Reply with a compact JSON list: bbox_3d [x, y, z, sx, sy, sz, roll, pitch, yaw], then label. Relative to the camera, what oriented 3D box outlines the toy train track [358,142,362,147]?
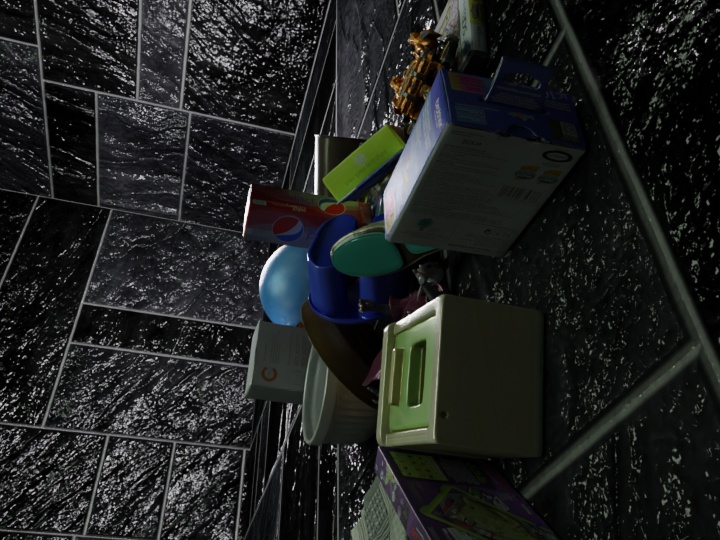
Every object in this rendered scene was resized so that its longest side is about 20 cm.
[{"bbox_3d":[-0.015,-0.128,1.186,0.115,0.032,0.202,177,109,-85],"label":"toy train track"}]

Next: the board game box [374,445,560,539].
[{"bbox_3d":[0.090,0.204,0.551,0.200,0.119,0.033,-144,62,-77],"label":"board game box"}]

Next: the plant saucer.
[{"bbox_3d":[-0.004,0.110,0.953,0.035,0.200,0.201,-41,26,14],"label":"plant saucer"}]

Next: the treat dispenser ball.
[{"bbox_3d":[-0.106,0.036,1.344,0.201,0.199,0.203,-170,90,-77],"label":"treat dispenser ball"}]

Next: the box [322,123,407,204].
[{"bbox_3d":[0.020,-0.154,0.954,0.122,0.048,0.200,-39,0,15],"label":"box"}]

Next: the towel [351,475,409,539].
[{"bbox_3d":[0.029,0.368,0.886,0.201,0.034,0.193,-95,19,-49],"label":"towel"}]

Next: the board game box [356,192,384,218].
[{"bbox_3d":[0.033,-0.075,1.132,0.200,0.064,0.149,-128,49,-72],"label":"board game box"}]

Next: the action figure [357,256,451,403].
[{"bbox_3d":[0.077,0.074,0.806,0.134,0.148,0.201,-13,48,64],"label":"action figure"}]

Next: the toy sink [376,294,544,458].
[{"bbox_3d":[0.084,0.115,0.658,0.200,0.111,0.131,135,143,-69],"label":"toy sink"}]

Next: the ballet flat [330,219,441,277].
[{"bbox_3d":[0.056,-0.040,0.807,0.068,0.199,0.062,65,-149,-18],"label":"ballet flat"}]

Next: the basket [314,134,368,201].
[{"bbox_3d":[-0.027,-0.158,1.299,0.180,0.135,0.202,-21,-62,-67],"label":"basket"}]

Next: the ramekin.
[{"bbox_3d":[-0.027,0.193,1.100,0.200,0.104,0.202,-170,90,-78],"label":"ramekin"}]

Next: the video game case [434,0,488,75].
[{"bbox_3d":[0.129,-0.306,0.963,0.200,0.025,0.182,121,155,-57],"label":"video game case"}]

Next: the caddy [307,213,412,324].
[{"bbox_3d":[0.000,0.000,0.939,0.200,0.140,0.106,-71,-22,-58],"label":"caddy"}]

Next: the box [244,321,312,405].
[{"bbox_3d":[-0.110,0.184,1.257,0.098,0.198,0.125,124,153,-61],"label":"box"}]

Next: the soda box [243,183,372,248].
[{"bbox_3d":[-0.083,-0.078,1.047,0.064,0.198,0.070,-98,21,-52],"label":"soda box"}]

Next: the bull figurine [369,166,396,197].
[{"bbox_3d":[0.085,-0.137,0.870,0.121,0.065,0.200,-43,-3,-34],"label":"bull figurine"}]

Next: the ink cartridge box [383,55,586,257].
[{"bbox_3d":[0.116,-0.104,0.625,0.200,0.135,0.077,118,155,-53],"label":"ink cartridge box"}]

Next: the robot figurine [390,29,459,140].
[{"bbox_3d":[0.082,-0.261,0.902,0.200,0.058,0.146,-88,20,-64],"label":"robot figurine"}]
